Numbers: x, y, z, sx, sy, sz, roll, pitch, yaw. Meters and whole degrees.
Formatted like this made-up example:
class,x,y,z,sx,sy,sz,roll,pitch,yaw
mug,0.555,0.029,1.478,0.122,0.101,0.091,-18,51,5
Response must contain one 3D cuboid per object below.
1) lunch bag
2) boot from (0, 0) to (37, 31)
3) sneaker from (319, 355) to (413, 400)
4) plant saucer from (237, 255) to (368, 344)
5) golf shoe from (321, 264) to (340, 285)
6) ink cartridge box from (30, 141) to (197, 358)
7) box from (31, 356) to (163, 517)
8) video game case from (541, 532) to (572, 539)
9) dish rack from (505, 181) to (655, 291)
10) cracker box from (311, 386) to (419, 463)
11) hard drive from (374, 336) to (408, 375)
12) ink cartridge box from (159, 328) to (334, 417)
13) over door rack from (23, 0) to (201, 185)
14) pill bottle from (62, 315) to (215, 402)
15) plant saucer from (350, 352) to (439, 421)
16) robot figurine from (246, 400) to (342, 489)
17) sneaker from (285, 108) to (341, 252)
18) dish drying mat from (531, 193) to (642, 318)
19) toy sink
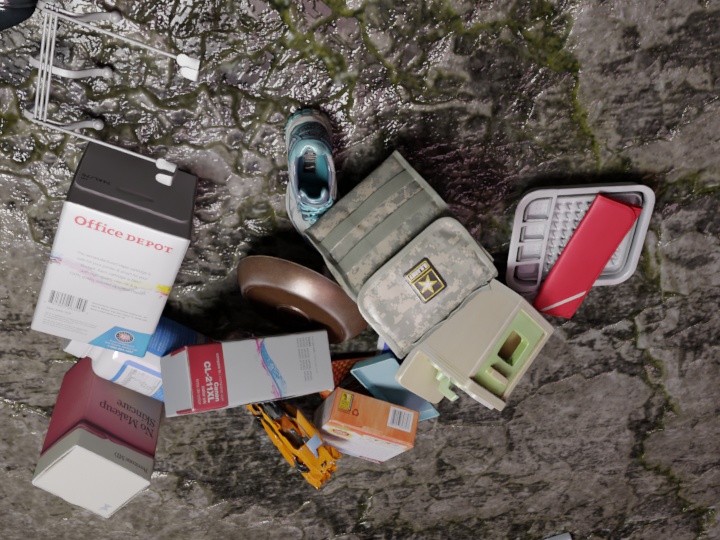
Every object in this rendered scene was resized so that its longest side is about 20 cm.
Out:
class,x,y,z,sx,sy,sz,roll,pitch,yaw
lunch bag,0.053,-0.015,0.929,0.163,0.201,0.118,-40,155,1
boot,-0.432,-0.228,0.816,0.196,0.077,0.170,0,124,1
sneaker,0.028,0.172,1.201,0.196,0.074,0.077,0,152,-6
plant saucer,-0.086,0.049,1.030,0.197,0.035,0.201,21,155,10
golf shoe,0.000,0.000,1.053,0.091,0.076,0.201,27,118,-20
ink cartridge box,-0.306,-0.025,0.945,0.145,0.147,0.201,18,123,-19
box,-0.373,0.228,1.095,0.109,0.201,0.127,-38,123,22
video game case,0.387,0.653,1.632,0.180,0.022,0.202,-19,126,8
dish rack,0.305,-0.053,1.069,0.196,0.044,0.174,-3,127,-5
cracker box,-0.001,0.247,1.178,0.132,0.058,0.200,18,155,-8
hard drive,0.089,0.058,1.087,0.131,0.025,0.202,-21,141,-29
ink cartridge box,-0.153,0.138,1.009,0.197,0.084,0.145,-4,169,-29
over door rack,-0.277,-0.206,0.851,0.198,0.067,0.149,24,123,1
pill bottle,-0.312,0.113,1.073,0.198,0.113,0.112,30,119,-26
plant saucer,0.056,0.181,1.138,0.069,0.019,0.201,-18,139,17
robot figurine,-0.114,0.240,1.161,0.058,0.200,0.146,-35,163,-24
sneaker,-0.063,-0.097,0.959,0.076,0.087,0.202,-8,128,0
dish drying mat,0.317,-0.014,1.061,0.076,0.018,0.202,13,124,-17
toy sink,0.166,0.121,1.075,0.201,0.112,0.130,-54,138,0
